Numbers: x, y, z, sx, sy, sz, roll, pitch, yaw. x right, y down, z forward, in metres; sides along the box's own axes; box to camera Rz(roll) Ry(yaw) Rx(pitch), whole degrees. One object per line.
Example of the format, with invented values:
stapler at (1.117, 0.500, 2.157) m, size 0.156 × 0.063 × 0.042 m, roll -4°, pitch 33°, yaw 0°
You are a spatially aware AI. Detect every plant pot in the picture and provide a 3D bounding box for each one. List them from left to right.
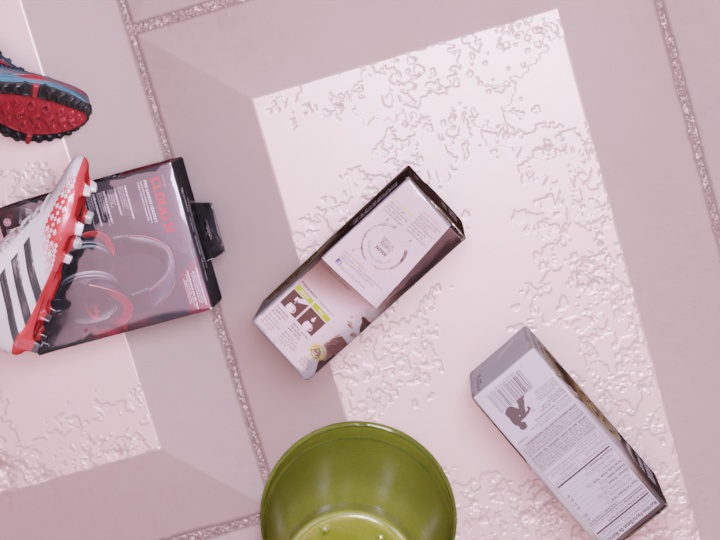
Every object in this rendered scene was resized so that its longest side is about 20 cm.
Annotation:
plant pot at (-0.007, 0.265, 1.607) m, size 0.199 × 0.193 × 0.202 m, roll 0°, pitch 99°, yaw 3°

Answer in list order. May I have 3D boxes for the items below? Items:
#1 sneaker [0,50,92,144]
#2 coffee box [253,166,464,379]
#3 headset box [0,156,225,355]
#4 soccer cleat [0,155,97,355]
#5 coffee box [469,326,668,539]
sneaker at (-0.351, -0.190, 1.608) m, size 0.199 × 0.096 × 0.079 m, roll 13°, pitch 140°, yaw -22°
coffee box at (0.000, 0.000, 1.600) m, size 0.200 × 0.113 × 0.080 m, roll -43°, pitch 95°, yaw 8°
headset box at (-0.231, -0.018, 1.632) m, size 0.199 × 0.075 × 0.150 m, roll -14°, pitch 97°, yaw 5°
soccer cleat at (-0.307, -0.018, 1.566) m, size 0.085 × 0.069 × 0.201 m, roll 21°, pitch 103°, yaw -4°
coffee box at (0.198, 0.161, 1.624) m, size 0.080 × 0.113 × 0.200 m, roll -40°, pitch 96°, yaw 8°
